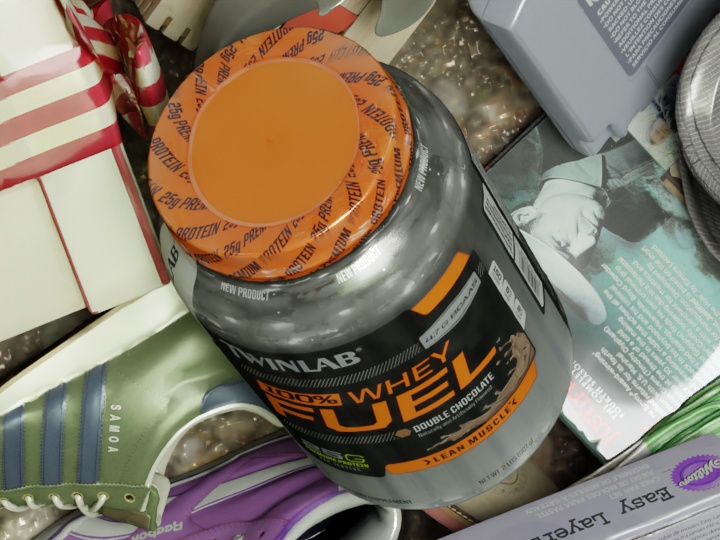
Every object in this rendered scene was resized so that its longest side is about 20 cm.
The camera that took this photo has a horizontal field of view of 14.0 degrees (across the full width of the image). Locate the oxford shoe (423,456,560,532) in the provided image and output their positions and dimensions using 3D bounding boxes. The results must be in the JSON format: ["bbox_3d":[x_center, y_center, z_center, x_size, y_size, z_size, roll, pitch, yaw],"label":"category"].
[{"bbox_3d":[0.032,0.045,1.266,0.075,0.070,0.200,-39,106,19],"label":"oxford shoe"}]

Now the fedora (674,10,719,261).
[{"bbox_3d":[0.209,-0.077,1.207,0.200,0.090,0.177,-25,67,24],"label":"fedora"}]

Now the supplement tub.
[{"bbox_3d":[0.000,0.000,1.122,0.122,0.123,0.200,-41,145,-4],"label":"supplement tub"}]

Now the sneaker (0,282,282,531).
[{"bbox_3d":[-0.118,0.077,1.229,0.200,0.067,0.090,-33,95,4],"label":"sneaker"}]

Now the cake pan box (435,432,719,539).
[{"bbox_3d":[0.092,0.181,1.252,0.200,0.052,0.185,-21,126,-10],"label":"cake pan box"}]

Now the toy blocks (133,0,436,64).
[{"bbox_3d":[-0.041,-0.145,1.217,0.200,0.100,0.137,31,105,-27],"label":"toy blocks"}]

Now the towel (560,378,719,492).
[{"bbox_3d":[0.131,0.143,1.293,0.200,0.023,0.153,-35,122,-3],"label":"towel"}]

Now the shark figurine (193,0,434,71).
[{"bbox_3d":[-0.017,-0.102,1.148,0.214,0.090,0.128,-34,112,22],"label":"shark figurine"}]

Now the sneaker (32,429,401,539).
[{"bbox_3d":[-0.075,0.134,1.249,0.200,0.114,0.073,-31,109,-6],"label":"sneaker"}]

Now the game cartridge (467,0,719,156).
[{"bbox_3d":[0.127,-0.160,1.237,0.200,0.041,0.133,-53,147,-9],"label":"game cartridge"}]

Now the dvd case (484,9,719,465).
[{"bbox_3d":[0.139,-0.026,1.296,0.200,0.022,0.146,-43,87,-4],"label":"dvd case"}]

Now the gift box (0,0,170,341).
[{"bbox_3d":[-0.178,-0.071,1.140,0.186,0.185,0.200,-21,113,-8],"label":"gift box"}]
